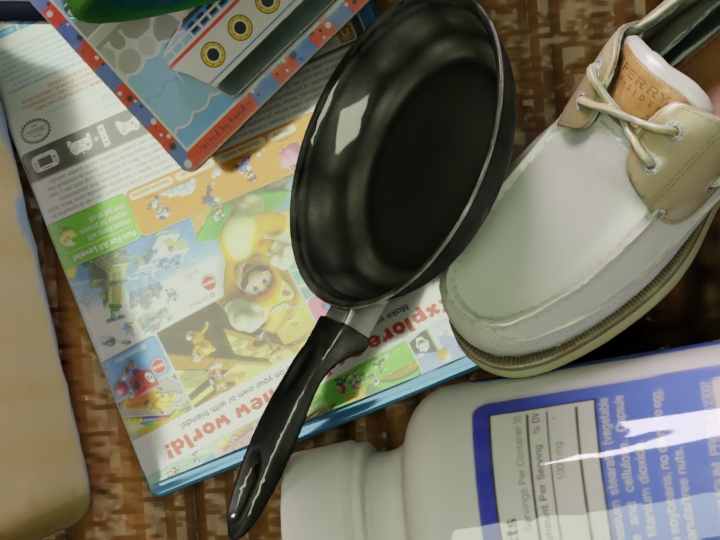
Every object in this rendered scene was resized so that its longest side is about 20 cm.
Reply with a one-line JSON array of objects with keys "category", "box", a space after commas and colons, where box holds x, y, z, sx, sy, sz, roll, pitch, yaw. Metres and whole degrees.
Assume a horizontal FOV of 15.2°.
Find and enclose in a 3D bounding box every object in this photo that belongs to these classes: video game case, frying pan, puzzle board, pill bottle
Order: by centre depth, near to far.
[{"category": "puzzle board", "box": [-0.042, -0.151, 0.902, 0.200, 0.017, 0.151, -43, 90, 22]}, {"category": "frying pan", "box": [0.011, -0.005, 0.906, 0.031, 0.115, 0.191, 21, 67, -33]}, {"category": "pill bottle", "box": [0.078, 0.088, 0.919, 0.199, 0.112, 0.113, -10, 90, 10]}, {"category": "video game case", "box": [-0.047, -0.036, 0.982, 0.142, 0.018, 0.201, -22, 88, 8]}]

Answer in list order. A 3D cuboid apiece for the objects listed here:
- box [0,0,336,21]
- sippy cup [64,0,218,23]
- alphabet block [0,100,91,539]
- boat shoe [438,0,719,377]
[{"category": "box", "box": [-0.099, -0.151, 0.966, 0.199, 0.032, 0.122, 2, 82, 12]}, {"category": "sippy cup", "box": [-0.045, -0.160, 0.830, 0.177, 0.140, 0.131, -19, 89, 10]}, {"category": "alphabet block", "box": [-0.228, 0.027, 0.913, 0.195, 0.200, 0.197, -15, 89, 14]}, {"category": "boat shoe", "box": [0.100, -0.051, 0.908, 0.200, 0.068, 0.075, -45, 61, -8]}]
